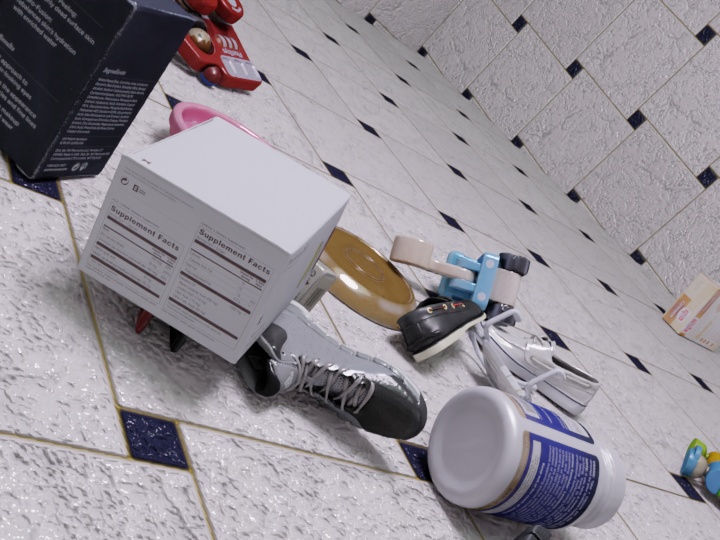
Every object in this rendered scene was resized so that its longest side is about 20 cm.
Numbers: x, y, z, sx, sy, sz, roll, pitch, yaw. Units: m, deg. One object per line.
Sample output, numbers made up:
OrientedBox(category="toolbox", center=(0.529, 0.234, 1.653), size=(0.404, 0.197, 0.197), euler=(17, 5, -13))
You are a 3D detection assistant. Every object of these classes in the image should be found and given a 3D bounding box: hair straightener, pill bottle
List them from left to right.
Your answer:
OrientedBox(category="hair straightener", center=(-0.160, 0.019, 0.871), size=(0.077, 0.041, 0.200), euler=(32, 15, -18))
OrientedBox(category="pill bottle", center=(0.172, 0.195, 0.938), size=(0.199, 0.116, 0.116), euler=(24, 23, -36))

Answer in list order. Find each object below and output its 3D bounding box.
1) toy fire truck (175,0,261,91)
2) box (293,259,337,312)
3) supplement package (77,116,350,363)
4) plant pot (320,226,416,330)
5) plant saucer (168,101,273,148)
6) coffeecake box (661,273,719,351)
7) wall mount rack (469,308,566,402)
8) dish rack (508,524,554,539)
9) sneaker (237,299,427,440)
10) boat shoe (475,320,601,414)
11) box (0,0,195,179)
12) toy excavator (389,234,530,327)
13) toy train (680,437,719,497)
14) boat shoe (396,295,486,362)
OrientedBox(category="toy fire truck", center=(-0.251, -0.378, 1.539), size=(0.169, 0.112, 0.200), euler=(61, 23, 8))
OrientedBox(category="box", center=(-0.121, -0.036, 0.986), size=(0.200, 0.068, 0.082), euler=(42, 2, 9))
OrientedBox(category="supplement package", center=(-0.118, -0.037, 0.820), size=(0.155, 0.112, 0.200), euler=(30, 23, 3))
OrientedBox(category="plant pot", center=(0.000, 0.000, 1.219), size=(0.199, 0.028, 0.200), euler=(34, 19, -14))
OrientedBox(category="plant saucer", center=(-0.164, -0.136, 1.196), size=(0.200, 0.051, 0.201), euler=(35, 18, -13))
OrientedBox(category="coffeecake box", center=(0.912, 0.112, 2.457), size=(0.199, 0.154, 0.073), euler=(22, 23, -40))
OrientedBox(category="wall mount rack", center=(0.217, 0.152, 1.205), size=(0.201, 0.074, 0.175), euler=(-120, -170, -46))
OrientedBox(category="dish rack", center=(0.190, 0.315, 0.792), size=(0.200, 0.055, 0.153), euler=(45, 21, 13))
OrientedBox(category="sneaker", center=(-0.040, 0.104, 0.845), size=(0.199, 0.076, 0.115), euler=(32, 22, 14))
OrientedBox(category="boat shoe", center=(0.252, 0.124, 1.329), size=(0.199, 0.066, 0.072), euler=(37, 16, 1))
OrientedBox(category="box", center=(-0.304, -0.228, 0.914), size=(0.196, 0.201, 0.117), euler=(42, 19, 11))
OrientedBox(category="toy excavator", center=(0.139, 0.007, 1.346), size=(0.198, 0.101, 0.194), euler=(15, -5, 3))
OrientedBox(category="toy train", center=(0.574, 0.308, 1.498), size=(0.115, 0.085, 0.200), euler=(28, 16, 14))
OrientedBox(category="boat shoe", center=(0.106, 0.060, 1.187), size=(0.064, 0.073, 0.201), euler=(62, 25, 4))
